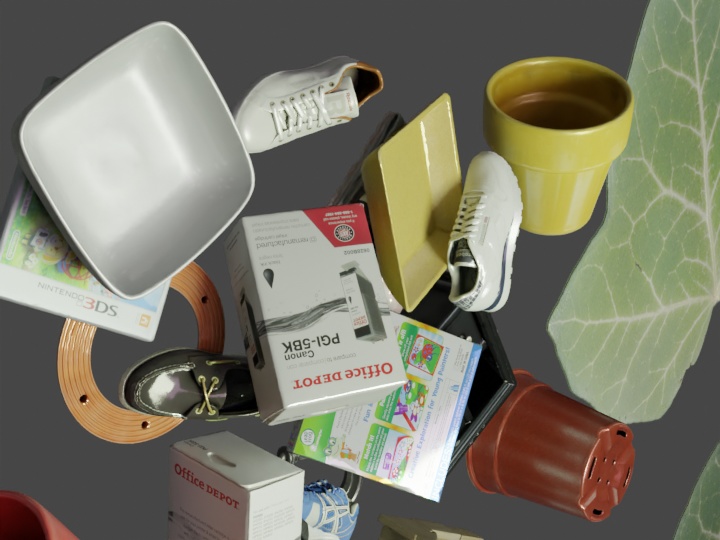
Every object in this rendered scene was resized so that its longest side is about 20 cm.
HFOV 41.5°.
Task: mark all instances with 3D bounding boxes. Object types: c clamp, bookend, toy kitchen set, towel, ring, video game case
[{"bbox_3d":[-0.048,0.244,1.201,0.198,0.027,0.174,-14,117,-43],"label":"c clamp"},{"bbox_3d":[0.098,0.141,1.272,0.199,0.091,0.202,-45,128,-27],"label":"bookend"},{"bbox_3d":[0.119,0.458,1.315,0.198,0.179,0.166,22,86,-42],"label":"toy kitchen set"},{"bbox_3d":[0.041,-0.066,1.202,0.191,0.032,0.202,47,68,-42],"label":"towel"},{"bbox_3d":[-0.223,0.077,0.977,0.198,0.019,0.204,-14,109,-43],"label":"ring"},{"bbox_3d":[-0.244,-0.052,0.899,0.181,0.022,0.204,23,79,-44],"label":"video game case"}]

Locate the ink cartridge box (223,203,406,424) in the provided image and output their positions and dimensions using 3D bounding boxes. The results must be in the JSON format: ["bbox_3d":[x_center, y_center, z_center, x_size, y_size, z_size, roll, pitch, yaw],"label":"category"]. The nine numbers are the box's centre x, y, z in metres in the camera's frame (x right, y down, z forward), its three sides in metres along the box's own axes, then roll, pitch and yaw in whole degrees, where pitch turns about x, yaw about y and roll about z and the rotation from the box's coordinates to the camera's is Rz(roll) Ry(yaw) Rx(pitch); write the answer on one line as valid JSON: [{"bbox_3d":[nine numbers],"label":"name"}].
[{"bbox_3d":[-0.049,0.044,1.001,0.144,0.083,0.203,-9,75,-25],"label":"ink cartridge box"}]

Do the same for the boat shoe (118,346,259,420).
[{"bbox_3d":[-0.156,0.121,1.000,0.199,0.060,0.073,1,100,-46],"label":"boat shoe"}]

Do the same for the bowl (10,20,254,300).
[{"bbox_3d":[-0.207,-0.099,0.862,0.200,0.074,0.202,-46,123,-30],"label":"bowl"}]

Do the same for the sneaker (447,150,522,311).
[{"bbox_3d":[0.148,-0.051,1.179,0.080,0.076,0.204,8,81,-43],"label":"sneaker"}]

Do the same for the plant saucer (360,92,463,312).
[{"bbox_3d":[0.062,-0.085,1.134,0.200,0.048,0.203,-45,130,-50],"label":"plant saucer"}]

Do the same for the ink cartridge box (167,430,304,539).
[{"bbox_3d":[-0.138,0.295,1.030,0.082,0.145,0.204,-8,108,-45],"label":"ink cartridge box"}]

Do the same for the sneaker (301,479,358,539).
[{"bbox_3d":[-0.064,0.280,1.134,0.078,0.075,0.200,-59,145,-17],"label":"sneaker"}]

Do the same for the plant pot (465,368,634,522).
[{"bbox_3d":[0.295,0.273,1.438,0.199,0.193,0.205,-15,112,-43],"label":"plant pot"}]

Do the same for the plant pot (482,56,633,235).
[{"bbox_3d":[0.262,-0.162,1.304,0.200,0.199,0.191,-35,140,-34],"label":"plant pot"}]

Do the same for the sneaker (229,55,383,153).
[{"bbox_3d":[-0.056,-0.185,1.033,0.199,0.084,0.074,-36,126,-32],"label":"sneaker"}]

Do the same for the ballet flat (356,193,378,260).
[{"bbox_3d":[0.000,0.000,1.113,0.066,0.056,0.203,28,73,-40],"label":"ballet flat"}]

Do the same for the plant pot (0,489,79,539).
[{"bbox_3d":[-0.299,0.324,0.853,0.202,0.198,0.178,-58,142,-17],"label":"plant pot"}]

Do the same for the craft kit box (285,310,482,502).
[{"bbox_3d":[0.031,0.155,1.158,0.195,0.048,0.203,22,77,-16],"label":"craft kit box"}]
